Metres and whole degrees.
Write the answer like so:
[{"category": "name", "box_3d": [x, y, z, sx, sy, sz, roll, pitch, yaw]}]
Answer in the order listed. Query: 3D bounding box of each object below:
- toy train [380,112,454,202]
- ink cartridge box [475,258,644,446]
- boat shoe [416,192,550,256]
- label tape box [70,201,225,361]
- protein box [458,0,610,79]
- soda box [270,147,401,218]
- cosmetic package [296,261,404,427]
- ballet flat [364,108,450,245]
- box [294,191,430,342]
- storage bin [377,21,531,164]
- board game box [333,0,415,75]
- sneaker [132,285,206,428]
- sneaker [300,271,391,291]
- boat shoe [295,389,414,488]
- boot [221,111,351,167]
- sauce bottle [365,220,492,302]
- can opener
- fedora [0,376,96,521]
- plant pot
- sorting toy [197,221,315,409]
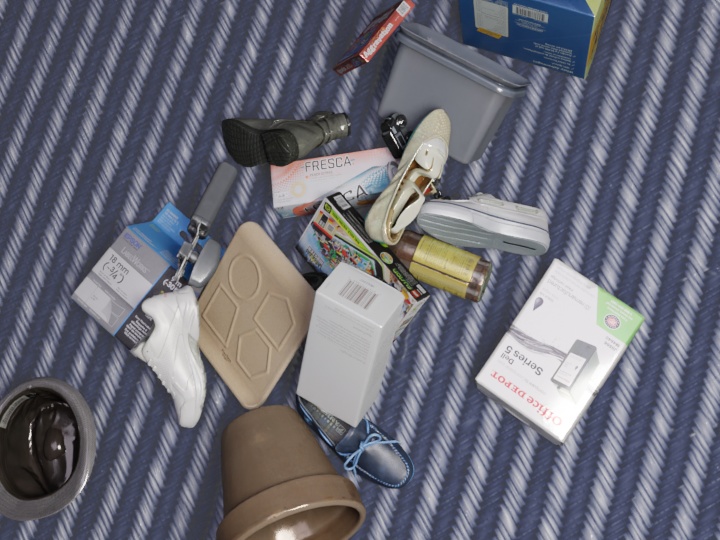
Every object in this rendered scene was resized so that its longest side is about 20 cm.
[{"category": "toy train", "box_3d": [0.086, -0.129, 1.428, 0.046, 0.034, 0.202, -39, 105, -30]}, {"category": "ink cartridge box", "box_3d": [0.267, 0.112, 1.362, 0.144, 0.084, 0.201, 34, 85, 14]}, {"category": "boat shoe", "box_3d": [0.172, -0.073, 1.416, 0.197, 0.074, 0.068, 15, 61, -15]}, {"category": "label tape box", "box_3d": [-0.308, 0.009, 1.489, 0.144, 0.063, 0.201, 38, 86, 14]}, {"category": "protein box", "box_3d": [0.249, -0.394, 1.414, 0.195, 0.200, 0.137, 19, 81, 13]}, {"category": "soda box", "box_3d": [-0.031, -0.128, 1.474, 0.196, 0.064, 0.070, -8, 76, 8]}, {"category": "cosmetic package", "box_3d": [-0.016, 0.100, 1.319, 0.101, 0.202, 0.074, 28, 45, 14]}, {"category": "ballet flat", "box_3d": [0.078, -0.122, 1.374, 0.062, 0.067, 0.202, 33, 95, 48]}, {"category": "box", "box_3d": [0.000, 0.000, 1.423, 0.200, 0.034, 0.111, 48, 130, 16]}, {"category": "storage bin", "box_3d": [0.126, -0.251, 1.449, 0.198, 0.145, 0.136, 31, 111, 14]}, {"category": "board game box", "box_3d": [0.016, -0.333, 1.447, 0.019, 0.200, 0.103, 41, 86, -13]}, {"category": "sneaker", "box_3d": [-0.271, 0.125, 1.425, 0.097, 0.078, 0.204, -7, 97, -12]}, {"category": "sneaker", "box_3d": [-0.020, 0.057, 1.400, 0.198, 0.092, 0.076, 8, 33, 43]}, {"category": "boat shoe", "box_3d": [-0.017, 0.234, 1.390, 0.198, 0.069, 0.085, 31, 84, 14]}, {"category": "boot", "box_3d": [-0.109, -0.202, 1.497, 0.129, 0.069, 0.198, -26, 28, -33]}, {"category": "sauce bottle", "box_3d": [0.088, -0.019, 1.430, 0.197, 0.065, 0.066, 24, 82, 13]}, {"category": "can opener", "box_3d": [-0.216, -0.063, 1.469, 0.066, 0.053, 0.202, 26, 59, -7]}, {"category": "fedora", "box_3d": [-0.448, 0.258, 1.444, 0.174, 0.090, 0.203, -21, 69, 3]}, {"category": "plant pot", "box_3d": [-0.110, 0.281, 1.348, 0.197, 0.201, 0.177, -24, 58, 3]}, {"category": "sorting toy", "box_3d": [-0.150, 0.063, 1.427, 0.185, 0.036, 0.201, 47, 116, 25]}]
